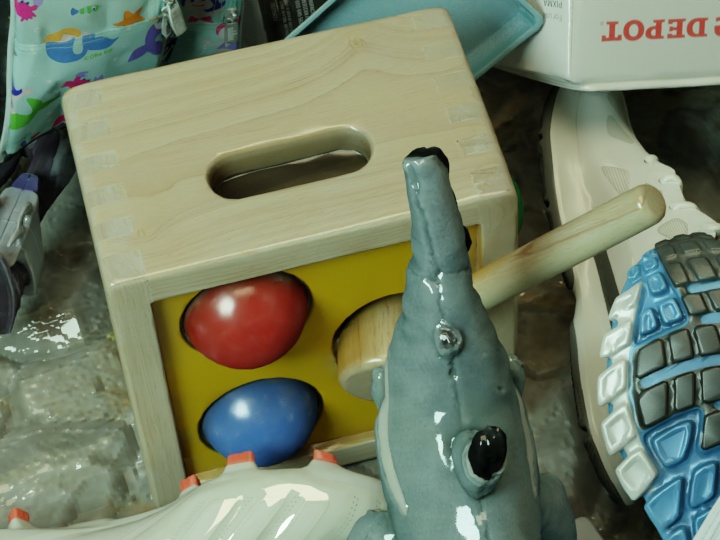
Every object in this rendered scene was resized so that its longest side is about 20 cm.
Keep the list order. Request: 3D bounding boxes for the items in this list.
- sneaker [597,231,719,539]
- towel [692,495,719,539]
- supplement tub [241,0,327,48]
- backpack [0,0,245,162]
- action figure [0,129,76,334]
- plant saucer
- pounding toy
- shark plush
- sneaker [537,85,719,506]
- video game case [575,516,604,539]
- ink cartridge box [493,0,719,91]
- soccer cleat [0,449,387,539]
[{"bbox_3d":[0.140,0.085,0.876,0.075,0.087,0.201,-13,89,15],"label":"sneaker"},{"bbox_3d":[0.193,0.108,0.783,0.200,0.147,0.024,17,25,-28],"label":"towel"},{"bbox_3d":[0.034,-0.163,1.083,0.199,0.123,0.123,-16,54,-9],"label":"supplement tub"},{"bbox_3d":[-0.125,-0.163,0.953,0.150,0.200,0.178,-19,64,-11],"label":"backpack"},{"bbox_3d":[-0.145,-0.061,1.053,0.130,0.069,0.200,7,50,18],"label":"action figure"},{"bbox_3d":[-0.019,-0.068,0.986,0.200,0.070,0.019,-40,25,23],"label":"plant saucer"},{"bbox_3d":[0.000,0.000,0.923,0.199,0.184,0.142,-13,53,-6],"label":"pounding toy"},{"bbox_3d":[0.046,0.056,0.818,0.091,0.201,0.083,2,16,-10],"label":"shark plush"},{"bbox_3d":[0.142,-0.005,0.968,0.115,0.076,0.201,-15,56,15],"label":"sneaker"},{"bbox_3d":[0.044,0.203,0.868,0.200,0.022,0.182,-24,55,-14],"label":"video game case"},{"bbox_3d":[0.127,-0.182,0.995,0.146,0.201,0.083,-5,13,-29],"label":"ink cartridge box"},{"bbox_3d":[-0.080,0.124,0.913,0.199,0.069,0.078,-11,58,4],"label":"soccer cleat"}]
